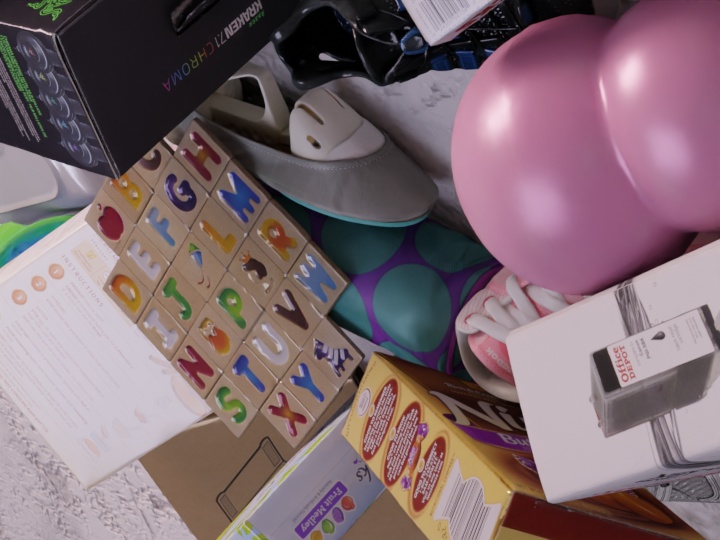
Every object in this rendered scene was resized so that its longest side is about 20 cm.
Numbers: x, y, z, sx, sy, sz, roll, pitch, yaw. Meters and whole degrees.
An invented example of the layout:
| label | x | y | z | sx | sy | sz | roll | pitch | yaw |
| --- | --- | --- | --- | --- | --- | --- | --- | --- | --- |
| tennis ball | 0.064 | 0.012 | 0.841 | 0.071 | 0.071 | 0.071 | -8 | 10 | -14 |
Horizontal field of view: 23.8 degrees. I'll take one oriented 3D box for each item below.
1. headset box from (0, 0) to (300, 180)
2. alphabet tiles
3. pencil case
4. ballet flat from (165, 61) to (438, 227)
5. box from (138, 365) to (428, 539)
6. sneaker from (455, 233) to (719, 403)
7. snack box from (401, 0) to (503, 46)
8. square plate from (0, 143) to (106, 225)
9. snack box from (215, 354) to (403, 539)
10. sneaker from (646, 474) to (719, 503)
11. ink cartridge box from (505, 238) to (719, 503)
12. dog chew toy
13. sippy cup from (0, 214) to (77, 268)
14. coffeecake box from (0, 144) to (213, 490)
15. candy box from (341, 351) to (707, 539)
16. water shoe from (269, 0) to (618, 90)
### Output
| label | x | y | z | sx | sy | sz | roll | pitch | yaw |
| --- | --- | --- | --- | --- | --- | --- | --- | --- | --- |
| headset box | -0.145 | -0.150 | 0.919 | 0.199 | 0.174 | 0.093 | 19 | 142 | 39 |
| alphabet tiles | -0.086 | 0.008 | 1.030 | 0.200 | 0.006 | 0.167 | 46 | 135 | 11 |
| pencil case | 0.000 | 0.000 | 1.017 | 0.199 | 0.085 | 0.093 | 25 | 143 | 30 |
| ballet flat | -0.043 | -0.082 | 0.990 | 0.199 | 0.067 | 0.064 | 22 | 132 | 32 |
| box | -0.048 | 0.158 | 1.249 | 0.199 | 0.021 | 0.164 | -18 | 117 | 28 |
| sneaker | 0.114 | 0.009 | 0.870 | 0.075 | 0.105 | 0.200 | 45 | 149 | 3 |
| snack box | 0.083 | -0.172 | 0.671 | 0.200 | 0.024 | 0.072 | -33 | 86 | 36 |
| square plate | -0.285 | -0.115 | 1.282 | 0.198 | 0.028 | 0.201 | -9 | 121 | 54 |
| snack box | -0.011 | 0.122 | 1.065 | 0.053 | 0.200 | 0.142 | 45 | 150 | 0 |
| sneaker | 0.139 | 0.117 | 0.992 | 0.199 | 0.082 | 0.078 | -7 | 123 | 53 |
| ink cartridge box | 0.183 | 0.033 | 0.732 | 0.200 | 0.146 | 0.083 | -29 | 70 | 51 |
| dog chew toy | 0.137 | -0.065 | 0.731 | 0.199 | 0.125 | 0.125 | -20 | 114 | 35 |
| sippy cup | -0.215 | 0.046 | 1.306 | 0.131 | 0.139 | 0.179 | 91 | 169 | -64 |
| coffeecake box | -0.149 | 0.030 | 1.147 | 0.199 | 0.073 | 0.154 | -32 | 104 | 22 |
| candy box | 0.077 | 0.109 | 0.866 | 0.116 | 0.057 | 0.200 | 19 | -172 | -23 |
| water shoe | 0.038 | -0.117 | 0.831 | 0.199 | 0.079 | 0.072 | 1 | 129 | 50 |
